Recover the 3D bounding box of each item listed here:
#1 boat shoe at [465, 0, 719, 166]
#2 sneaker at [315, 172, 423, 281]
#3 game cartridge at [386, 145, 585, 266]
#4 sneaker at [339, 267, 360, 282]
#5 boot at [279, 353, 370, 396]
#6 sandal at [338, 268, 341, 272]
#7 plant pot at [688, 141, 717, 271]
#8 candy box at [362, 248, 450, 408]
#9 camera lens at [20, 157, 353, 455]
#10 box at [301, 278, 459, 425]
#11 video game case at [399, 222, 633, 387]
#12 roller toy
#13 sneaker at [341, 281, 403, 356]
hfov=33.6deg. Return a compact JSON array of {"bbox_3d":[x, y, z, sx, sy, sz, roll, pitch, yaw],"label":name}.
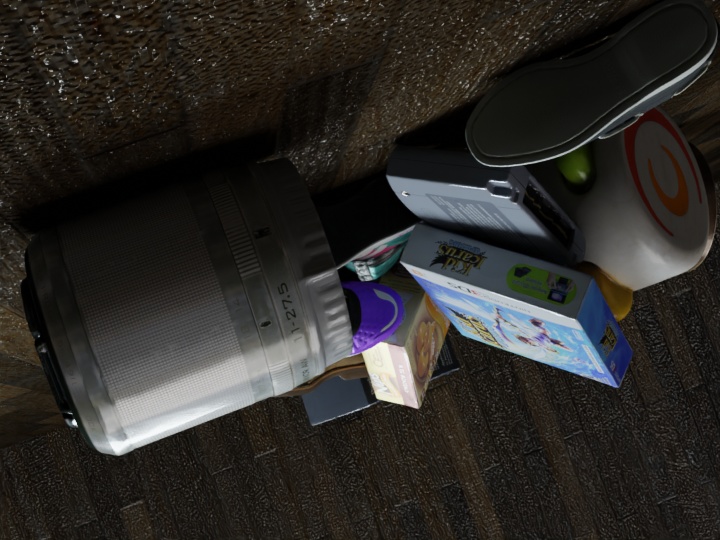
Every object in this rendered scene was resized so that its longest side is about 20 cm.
[{"bbox_3d":[0.174,-0.130,0.884,0.197,0.077,0.060,-22,169,20],"label":"boat shoe"},{"bbox_3d":[-0.027,-0.028,1.145,0.197,0.085,0.121,-21,166,-12],"label":"sneaker"},{"bbox_3d":[0.107,-0.055,1.045,0.131,0.041,0.200,6,165,30],"label":"game cartridge"},{"bbox_3d":[0.000,0.000,1.299,0.198,0.114,0.073,-15,-178,-32],"label":"sneaker"},{"bbox_3d":[-0.052,0.074,1.187,0.073,0.077,0.198,30,-153,35],"label":"boot"},{"bbox_3d":[-0.094,-0.001,1.178,0.057,0.081,0.199,-6,-173,44],"label":"sandal"},{"bbox_3d":[0.366,-0.086,1.684,0.196,0.190,0.187,-4,170,-16],"label":"plant pot"},{"bbox_3d":[0.061,0.025,1.244,0.054,0.202,0.116,11,146,20],"label":"candy box"},{"bbox_3d":[-0.121,0.023,0.818,0.197,0.162,0.160,-20,175,-9],"label":"camera lens"},{"bbox_3d":[0.000,0.056,1.424,0.103,0.203,0.181,-23,174,40],"label":"box"},{"bbox_3d":[0.151,0.036,1.128,0.179,0.046,0.200,20,166,30],"label":"video game case"},{"bbox_3d":[0.242,-0.067,1.169,0.139,0.202,0.182,-24,-174,40],"label":"roller toy"},{"bbox_3d":[-0.042,0.046,1.082,0.197,0.071,0.099,-5,175,-21],"label":"sneaker"}]
